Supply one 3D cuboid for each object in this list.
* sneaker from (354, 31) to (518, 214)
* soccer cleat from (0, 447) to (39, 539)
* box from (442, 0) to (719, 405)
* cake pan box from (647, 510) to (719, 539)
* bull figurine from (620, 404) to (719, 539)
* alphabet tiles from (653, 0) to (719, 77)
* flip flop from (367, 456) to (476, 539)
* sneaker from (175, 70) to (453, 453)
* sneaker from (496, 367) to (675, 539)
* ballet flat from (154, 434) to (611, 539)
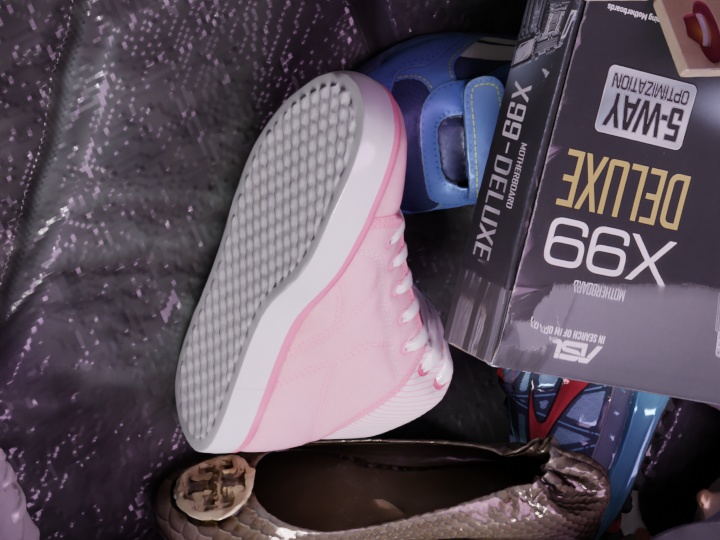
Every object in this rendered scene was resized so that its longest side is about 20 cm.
[{"bbox_3d":[0.075,-0.064,0.951,0.199,0.082,0.074,-14,115,-20],"label":"sneaker"},{"bbox_3d":[-0.171,0.080,0.890,0.086,0.070,0.201,-4,117,-25],"label":"soccer cleat"},{"bbox_3d":[0.145,-0.026,0.918,0.199,0.050,0.159,11,97,-27],"label":"box"},{"bbox_3d":[0.161,0.206,0.932,0.184,0.052,0.201,-24,83,-36],"label":"cake pan box"},{"bbox_3d":[0.198,0.106,1.075,0.121,0.065,0.200,42,74,-23],"label":"bull figurine"},{"bbox_3d":[0.136,-0.168,0.898,0.166,0.008,0.201,-4,68,-34],"label":"alphabet tiles"},{"bbox_3d":[0.079,0.149,0.978,0.081,0.200,0.058,-19,154,-50],"label":"flip flop"},{"bbox_3d":[0.000,0.000,0.914,0.104,0.076,0.201,3,135,-26],"label":"sneaker"},{"bbox_3d":[0.096,0.047,1.021,0.095,0.079,0.201,22,108,-1],"label":"sneaker"},{"bbox_3d":[0.010,0.094,0.955,0.199,0.068,0.046,1,139,-1],"label":"ballet flat"}]
